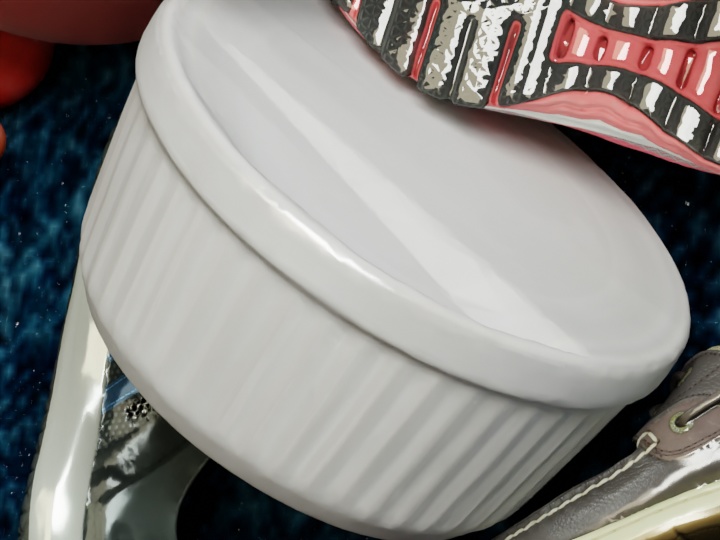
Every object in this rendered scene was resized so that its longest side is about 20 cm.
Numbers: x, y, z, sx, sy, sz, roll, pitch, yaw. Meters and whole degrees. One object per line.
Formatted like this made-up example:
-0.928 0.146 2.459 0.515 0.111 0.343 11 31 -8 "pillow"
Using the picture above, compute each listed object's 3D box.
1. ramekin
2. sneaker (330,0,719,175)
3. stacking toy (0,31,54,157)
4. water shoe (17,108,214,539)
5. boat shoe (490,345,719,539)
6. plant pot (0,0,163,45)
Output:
0.000 0.000 0.891 0.202 0.202 0.094 46 116 25 "ramekin"
0.077 -0.070 0.923 0.199 0.087 0.074 23 86 11 "sneaker"
-0.174 -0.022 1.034 0.085 0.085 0.201 25 81 26 "stacking toy"
-0.069 0.032 0.989 0.078 0.072 0.201 12 78 -4 "water shoe"
0.127 0.056 0.894 0.199 0.073 0.065 -24 63 4 "boat shoe"
-0.071 -0.180 0.898 0.199 0.177 0.202 1 88 -21 "plant pot"
